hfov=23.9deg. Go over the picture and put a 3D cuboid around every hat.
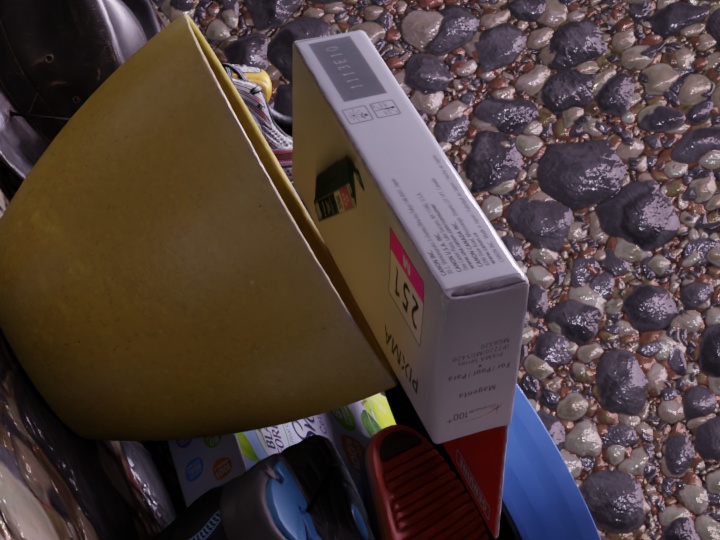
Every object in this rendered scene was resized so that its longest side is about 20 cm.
[{"bbox_3d":[-0.165,-0.133,0.988,0.201,0.081,0.201,40,38,-41],"label":"hat"}]

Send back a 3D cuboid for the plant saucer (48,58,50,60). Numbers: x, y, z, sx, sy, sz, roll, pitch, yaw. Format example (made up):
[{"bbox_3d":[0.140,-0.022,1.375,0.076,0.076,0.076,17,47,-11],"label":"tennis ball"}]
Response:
[{"bbox_3d":[-0.204,-0.115,1.141,0.201,0.051,0.201,60,1,-2],"label":"plant saucer"}]

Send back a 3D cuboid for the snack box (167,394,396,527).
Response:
[{"bbox_3d":[-0.027,0.122,0.994,0.200,0.053,0.142,27,32,-47],"label":"snack box"}]

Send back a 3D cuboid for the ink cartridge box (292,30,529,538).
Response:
[{"bbox_3d":[0.016,0.009,0.829,0.200,0.043,0.174,-119,-157,-44],"label":"ink cartridge box"}]

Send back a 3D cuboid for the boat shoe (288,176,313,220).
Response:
[{"bbox_3d":[-0.068,-0.011,0.939,0.070,0.200,0.066,39,-32,30],"label":"boat shoe"}]

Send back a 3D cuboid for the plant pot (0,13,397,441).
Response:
[{"bbox_3d":[-0.092,0.002,0.806,0.200,0.142,0.200,60,2,-3],"label":"plant pot"}]

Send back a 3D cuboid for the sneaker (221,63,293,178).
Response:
[{"bbox_3d":[-0.106,-0.115,1.144,0.200,0.082,0.078,29,17,-27],"label":"sneaker"}]

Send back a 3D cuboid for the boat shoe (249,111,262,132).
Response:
[{"bbox_3d":[-0.086,-0.066,1.002,0.074,0.066,0.199,28,-22,18],"label":"boat shoe"}]

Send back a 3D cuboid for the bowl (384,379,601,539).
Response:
[{"bbox_3d":[0.071,0.115,0.954,0.201,0.039,0.201,57,-12,20],"label":"bowl"}]

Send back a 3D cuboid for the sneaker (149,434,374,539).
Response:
[{"bbox_3d":[-0.046,0.125,0.815,0.073,0.082,0.200,66,9,14],"label":"sneaker"}]

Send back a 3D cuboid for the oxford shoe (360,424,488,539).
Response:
[{"bbox_3d":[0.031,0.182,0.915,0.071,0.072,0.200,-17,90,-44],"label":"oxford shoe"}]
